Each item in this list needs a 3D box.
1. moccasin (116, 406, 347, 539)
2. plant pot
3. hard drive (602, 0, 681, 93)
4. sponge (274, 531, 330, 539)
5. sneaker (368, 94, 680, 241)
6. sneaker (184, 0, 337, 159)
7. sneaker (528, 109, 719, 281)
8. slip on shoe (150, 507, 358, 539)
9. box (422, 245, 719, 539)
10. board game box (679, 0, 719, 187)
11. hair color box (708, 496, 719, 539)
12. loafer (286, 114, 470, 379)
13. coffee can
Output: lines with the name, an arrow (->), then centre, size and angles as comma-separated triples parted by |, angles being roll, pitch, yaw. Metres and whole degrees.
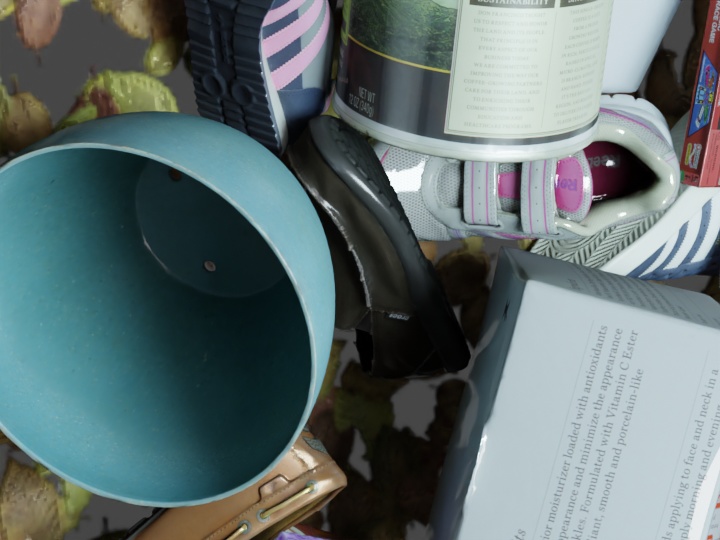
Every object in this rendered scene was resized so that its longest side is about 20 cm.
moccasin -> -0.089, 0.164, 1.361 | 0.201, 0.074, 0.078 | -44, 77, 2
plant pot -> -0.095, -0.001, 1.308 | 0.135, 0.199, 0.201 | -55, 131, -56
hard drive -> 0.150, -0.191, 1.451 | 0.131, 0.027, 0.201 | -4, 127, -44
sponge -> -0.058, 0.227, 1.382 | 0.200, 0.030, 0.111 | -55, 148, 14
sneaker -> 0.092, -0.057, 1.448 | 0.199, 0.088, 0.082 | -10, 104, -11
sneaker -> -0.046, -0.150, 1.343 | 0.082, 0.070, 0.201 | -44, 151, -38
sneaker -> 0.180, -0.015, 1.541 | 0.200, 0.075, 0.085 | -38, 125, -18
slip on shoe -> -0.033, 0.173, 1.443 | 0.199, 0.061, 0.074 | 24, 109, -22
box -> 0.116, 0.103, 1.386 | 0.130, 0.200, 0.200 | 15, 96, -2
board game box -> 0.237, -0.147, 1.487 | 0.103, 0.019, 0.201 | -3, 106, -49
hair color box -> 0.179, 0.124, 1.543 | 0.111, 0.064, 0.201 | 4, 96, -66
loafer -> 0.000, 0.000, 1.397 | 0.071, 0.073, 0.200 | -25, 133, 3
coffee can -> 0.065, -0.175, 1.337 | 0.146, 0.146, 0.201 | -9, 116, -32
